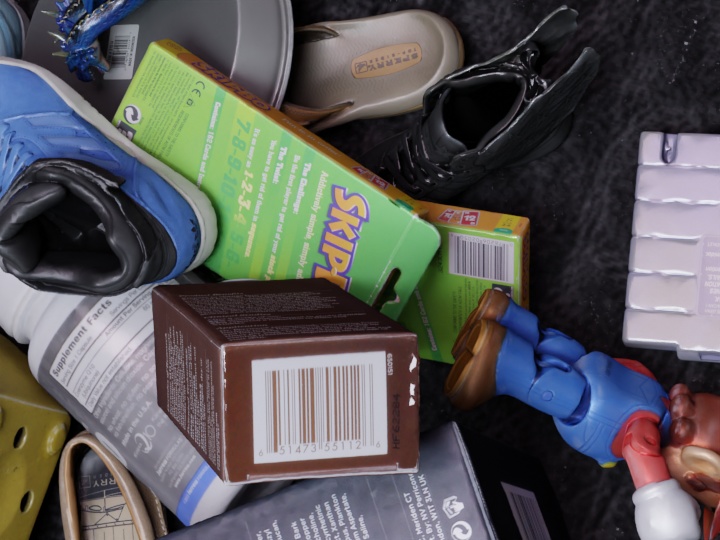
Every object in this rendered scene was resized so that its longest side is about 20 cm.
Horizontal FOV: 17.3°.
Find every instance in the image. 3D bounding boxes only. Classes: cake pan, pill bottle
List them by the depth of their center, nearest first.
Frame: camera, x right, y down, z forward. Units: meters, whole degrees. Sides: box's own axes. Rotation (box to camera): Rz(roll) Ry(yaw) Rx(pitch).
[{"bbox_3d":[-0.120,0.052,1.375,0.200,0.114,0.114,42,94,14],"label":"pill bottle"},{"bbox_3d":[-0.130,-0.128,1.425,0.200,0.037,0.201,-8,76,35],"label":"cake pan"}]

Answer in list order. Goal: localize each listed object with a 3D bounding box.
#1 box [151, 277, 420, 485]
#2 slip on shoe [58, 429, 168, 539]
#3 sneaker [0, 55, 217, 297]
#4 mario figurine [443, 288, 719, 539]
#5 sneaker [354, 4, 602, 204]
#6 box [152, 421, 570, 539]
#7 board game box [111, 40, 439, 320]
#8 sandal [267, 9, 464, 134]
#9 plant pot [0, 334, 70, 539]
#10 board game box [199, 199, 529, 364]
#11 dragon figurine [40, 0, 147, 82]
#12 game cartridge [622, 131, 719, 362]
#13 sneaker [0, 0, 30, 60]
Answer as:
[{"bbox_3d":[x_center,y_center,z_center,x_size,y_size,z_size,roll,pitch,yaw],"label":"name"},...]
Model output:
[{"bbox_3d":[-0.043,0.052,1.209,0.100,0.200,0.075,-3,100,-13],"label":"box"},{"bbox_3d":[-0.137,0.190,1.392,0.076,0.061,0.201,-11,78,14],"label":"slip on shoe"},{"bbox_3d":[-0.183,-0.053,1.300,0.200,0.111,0.077,34,112,12],"label":"sneaker"},{"bbox_3d":[0.137,0.097,1.300,0.200,0.106,0.124,27,59,-3],"label":"mario figurine"},{"bbox_3d":[0.051,-0.077,1.358,0.199,0.104,0.060,-29,74,10],"label":"sneaker"},{"bbox_3d":[0.005,0.177,1.280,0.199,0.197,0.118,-23,74,12],"label":"box"},{"bbox_3d":[-0.054,-0.037,1.335,0.200,0.030,0.096,35,112,13],"label":"board game box"},{"bbox_3d":[-0.037,-0.111,1.417,0.199,0.054,0.081,-17,76,13],"label":"sandal"},{"bbox_3d":[-0.289,0.100,1.378,0.199,0.195,0.195,19,87,20],"label":"plant pot"},{"bbox_3d":[0.000,0.000,1.375,0.199,0.030,0.096,8,124,16],"label":"board game box"},{"bbox_3d":[-0.141,-0.183,1.336,0.099,0.200,0.059,-24,63,-12],"label":"dragon figurine"},{"bbox_3d":[0.251,-0.009,1.326,0.199,0.038,0.130,4,86,17],"label":"game cartridge"},{"bbox_3d":[-0.245,-0.078,1.458,0.074,0.082,0.201,-6,82,17],"label":"sneaker"}]
